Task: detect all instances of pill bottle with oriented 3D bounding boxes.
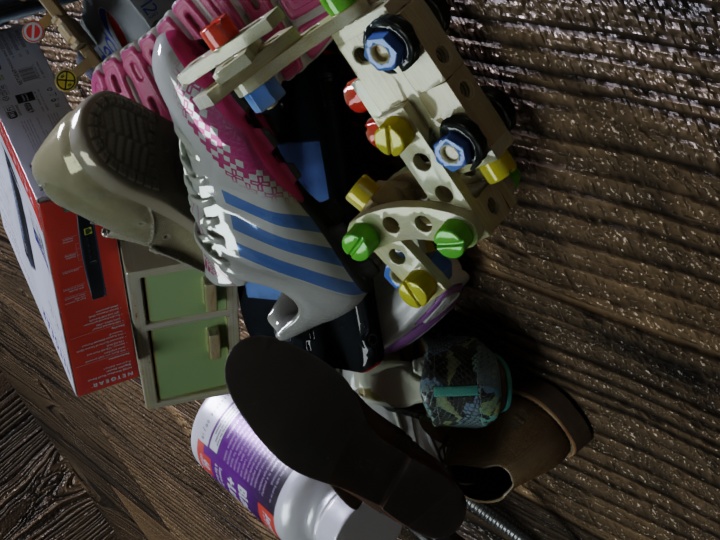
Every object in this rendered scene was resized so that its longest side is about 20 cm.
[{"bbox_3d":[-0.054,0.181,1.536,0.200,0.111,0.112,35,156,40],"label":"pill bottle"}]

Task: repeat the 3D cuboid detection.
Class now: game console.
[{"bbox_3d":[-0.046,-0.039,1.102,0.177,0.031,0.201,7,108,66],"label":"game console"}]

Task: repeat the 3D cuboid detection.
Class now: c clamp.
[{"bbox_3d":[0.111,0.200,1.257,0.200,0.027,0.171,33,151,9],"label":"c clamp"}]

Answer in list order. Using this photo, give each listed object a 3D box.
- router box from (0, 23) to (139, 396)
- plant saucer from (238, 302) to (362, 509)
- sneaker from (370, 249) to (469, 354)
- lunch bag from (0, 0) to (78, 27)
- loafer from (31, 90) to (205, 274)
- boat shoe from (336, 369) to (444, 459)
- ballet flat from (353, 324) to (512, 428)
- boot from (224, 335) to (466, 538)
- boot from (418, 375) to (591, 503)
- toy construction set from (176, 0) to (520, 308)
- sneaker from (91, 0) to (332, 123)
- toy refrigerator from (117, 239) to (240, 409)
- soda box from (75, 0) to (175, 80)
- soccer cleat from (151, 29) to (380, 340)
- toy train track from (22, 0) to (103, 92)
[{"bbox_3d":[-0.217,-0.044,1.203,0.200,0.049,0.180,-123,23,-44],"label":"router box"},{"bbox_3d":[-0.037,0.093,1.357,0.201,0.032,0.200,60,-175,-9],"label":"plant saucer"},{"bbox_3d":[0.000,0.000,1.117,0.100,0.075,0.200,56,161,-11],"label":"sneaker"},{"bbox_3d":[-0.272,-0.224,1.160,0.200,0.169,0.128,98,153,-66],"label":"lunch bag"},{"bbox_3d":[-0.119,-0.047,1.027,0.068,0.076,0.200,-12,151,30],"label":"loafer"},{"bbox_3d":[0.012,0.096,1.288,0.072,0.066,0.200,31,154,46],"label":"boat shoe"},{"bbox_3d":[0.032,0.067,1.134,0.074,0.074,0.200,54,164,-10],"label":"ballet flat"},{"bbox_3d":[-0.015,0.108,1.149,0.186,0.064,0.200,41,178,-3],"label":"boot"},{"bbox_3d":[0.074,0.111,1.158,0.074,0.075,0.200,53,163,-12],"label":"boot"},{"bbox_3d":[0.007,-0.075,0.896,0.131,0.092,0.200,-21,124,44],"label":"toy construction set"},{"bbox_3d":[-0.075,-0.141,1.016,0.200,0.087,0.074,-23,105,42],"label":"sneaker"},{"bbox_3d":[-0.127,0.024,1.216,0.200,0.076,0.070,95,163,-58],"label":"toy refrigerator"},{"bbox_3d":[-0.145,-0.166,1.160,0.068,0.063,0.200,52,162,5],"label":"soda box"},{"bbox_3d":[-0.070,-0.040,0.967,0.200,0.086,0.070,52,-172,-26],"label":"soccer cleat"},{"bbox_3d":[-0.169,-0.112,1.113,0.200,0.032,0.115,51,-179,-7],"label":"toy train track"}]
